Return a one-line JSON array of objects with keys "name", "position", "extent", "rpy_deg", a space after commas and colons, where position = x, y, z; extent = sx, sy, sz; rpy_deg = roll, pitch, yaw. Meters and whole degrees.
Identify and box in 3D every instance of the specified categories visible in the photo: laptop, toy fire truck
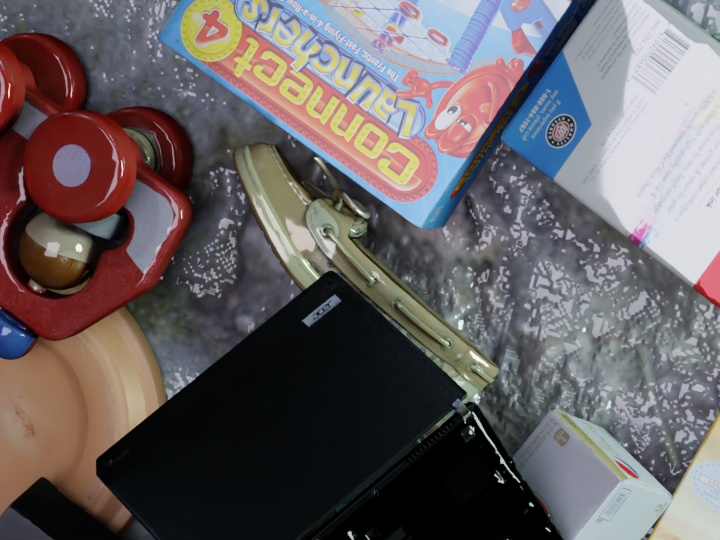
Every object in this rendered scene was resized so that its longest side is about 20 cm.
[{"name": "laptop", "position": [-0.010, 0.137, 1.228], "extent": [0.177, 0.103, 0.200], "rpy_deg": [-39, 111, -14]}, {"name": "toy fire truck", "position": [-0.205, -0.042, 1.352], "extent": [0.200, 0.112, 0.168], "rpy_deg": [35, 105, 11]}]

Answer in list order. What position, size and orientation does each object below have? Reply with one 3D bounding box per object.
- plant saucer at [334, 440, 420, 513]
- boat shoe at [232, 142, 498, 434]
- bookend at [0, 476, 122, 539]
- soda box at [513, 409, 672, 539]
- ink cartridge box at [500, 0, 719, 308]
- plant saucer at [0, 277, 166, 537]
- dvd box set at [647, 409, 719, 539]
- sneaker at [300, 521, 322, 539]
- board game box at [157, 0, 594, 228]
[{"name": "plant saucer", "position": [0.008, 0.115, 1.312], "extent": [0.200, 0.019, 0.070], "rpy_deg": [45, 108, 31]}, {"name": "boat shoe", "position": [0.000, 0.000, 1.323], "extent": [0.063, 0.073, 0.200], "rpy_deg": [-36, 94, 8]}, {"name": "bookend", "position": [-0.133, 0.178, 1.336], "extent": [0.200, 0.092, 0.199], "rpy_deg": [37, 100, 1]}, {"name": "soda box", "position": [0.085, 0.180, 1.299], "extent": [0.200, 0.064, 0.068], "rpy_deg": [-52, 53, 11]}, {"name": "ink cartridge box", "position": [0.194, -0.060, 1.259], "extent": [0.200, 0.067, 0.116], "rpy_deg": [39, 102, 14]}, {"name": "plant saucer", "position": [-0.218, 0.091, 1.403], "extent": [0.199, 0.032, 0.201], "rpy_deg": [1, 93, 16]}, {"name": "dvd box set", "position": [0.234, 0.175, 1.286], "extent": [0.146, 0.029, 0.201], "rpy_deg": [30, 101, 12]}, {"name": "sneaker", "position": [-0.080, 0.180, 1.252], "extent": [0.070, 0.076, 0.201], "rpy_deg": [27, 75, -2]}, {"name": "board game box", "position": [0.017, -0.160, 1.313], "extent": [0.200, 0.056, 0.196], "rpy_deg": [35, 101, 11]}]
